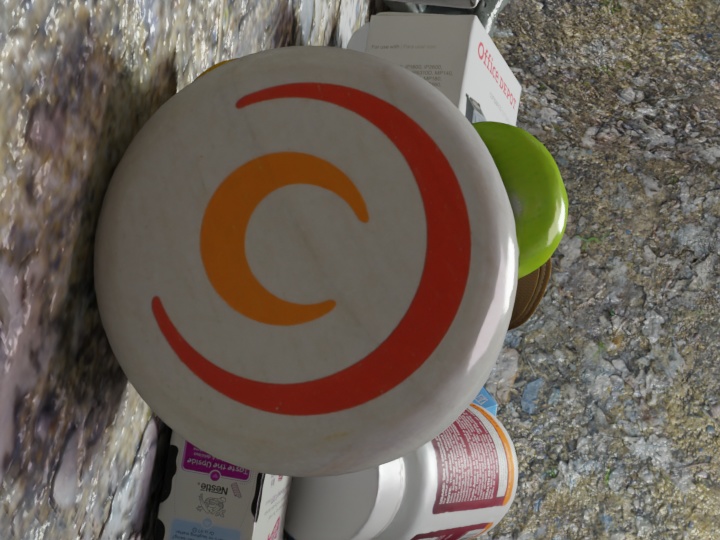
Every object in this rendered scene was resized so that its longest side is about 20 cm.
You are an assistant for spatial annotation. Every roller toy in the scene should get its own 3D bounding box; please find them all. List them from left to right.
[{"bbox_3d":[-0.022,0.002,0.507,0.140,0.199,0.183,61,52,-79],"label":"roller toy"}]

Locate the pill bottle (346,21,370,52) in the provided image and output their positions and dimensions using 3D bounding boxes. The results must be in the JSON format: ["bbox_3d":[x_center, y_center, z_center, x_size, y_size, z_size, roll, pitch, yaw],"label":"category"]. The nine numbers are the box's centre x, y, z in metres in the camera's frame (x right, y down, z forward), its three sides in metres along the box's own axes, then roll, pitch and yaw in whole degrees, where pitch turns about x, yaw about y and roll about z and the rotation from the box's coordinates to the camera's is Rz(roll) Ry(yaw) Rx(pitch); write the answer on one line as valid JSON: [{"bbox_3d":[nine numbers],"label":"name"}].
[{"bbox_3d":[0.031,-0.127,0.987,0.200,0.111,0.113,88,13,-56],"label":"pill bottle"}]

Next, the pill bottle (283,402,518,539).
[{"bbox_3d":[0.026,0.150,0.806,0.200,0.114,0.115,14,85,-56],"label":"pill bottle"}]

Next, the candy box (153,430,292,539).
[{"bbox_3d":[-0.071,0.085,0.673,0.136,0.061,0.201,40,59,-84],"label":"candy box"}]

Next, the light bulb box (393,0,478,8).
[{"bbox_3d":[0.058,-0.337,0.897,0.200,0.124,0.199,-63,161,-63],"label":"light bulb box"}]

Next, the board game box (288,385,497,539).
[{"bbox_3d":[0.029,0.212,1.077,0.056,0.199,0.197,52,-30,44],"label":"board game box"}]

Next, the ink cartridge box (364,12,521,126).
[{"bbox_3d":[0.052,-0.068,0.798,0.148,0.085,0.201,30,69,-66],"label":"ink cartridge box"}]

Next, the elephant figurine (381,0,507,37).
[{"bbox_3d":[0.080,-0.267,1.181,0.155,0.141,0.200,-51,-175,-6],"label":"elephant figurine"}]

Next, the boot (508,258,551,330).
[{"bbox_3d":[0.084,-0.006,0.946,0.200,0.073,0.155,-52,-147,41],"label":"boot"}]
